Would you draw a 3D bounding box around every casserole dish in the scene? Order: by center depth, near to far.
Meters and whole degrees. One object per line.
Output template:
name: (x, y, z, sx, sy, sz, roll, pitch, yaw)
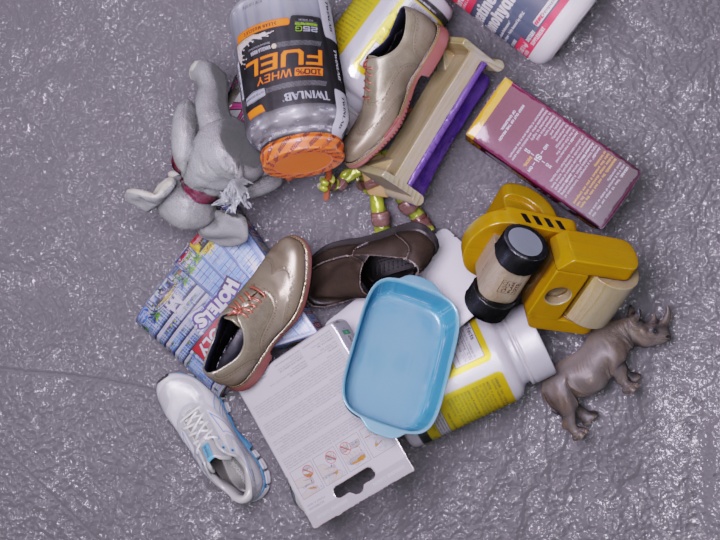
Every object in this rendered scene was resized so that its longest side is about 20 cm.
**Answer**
casserole dish: (0.044, 0.103, 1.538, 0.121, 0.039, 0.200, 20, 66, -9)

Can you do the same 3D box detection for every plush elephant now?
plush elephant: (-0.185, -0.114, 1.573, 0.165, 0.200, 0.155, 35, 130, -31)

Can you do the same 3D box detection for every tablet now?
tablet: (0.065, 0.044, 1.619, 0.200, 0.014, 0.130, -39, 53, -7)

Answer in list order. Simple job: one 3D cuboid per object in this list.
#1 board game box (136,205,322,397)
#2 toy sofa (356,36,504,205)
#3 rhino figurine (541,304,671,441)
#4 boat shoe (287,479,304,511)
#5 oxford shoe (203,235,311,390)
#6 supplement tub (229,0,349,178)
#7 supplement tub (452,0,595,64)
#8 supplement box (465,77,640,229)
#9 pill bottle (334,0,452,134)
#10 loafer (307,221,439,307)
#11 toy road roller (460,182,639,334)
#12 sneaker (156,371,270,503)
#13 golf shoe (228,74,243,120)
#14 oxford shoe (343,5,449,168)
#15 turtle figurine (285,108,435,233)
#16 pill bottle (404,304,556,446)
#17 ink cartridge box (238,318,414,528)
board game box: (-0.152, 0.053, 1.649, 0.200, 0.062, 0.200, 41, 94, 11)
toy sofa: (0.092, -0.173, 1.569, 0.098, 0.083, 0.200, 33, 86, -26)
rhino figurine: (0.309, 0.113, 1.632, 0.200, 0.060, 0.087, -43, 92, 3)
boat shoe: (-0.073, 0.205, 1.673, 0.062, 0.073, 0.200, 8, 103, 47)
oxford shoe: (-0.121, 0.048, 1.561, 0.070, 0.075, 0.200, 23, 89, 29)
supplement tub: (-0.080, -0.216, 1.522, 0.122, 0.123, 0.200, -12, 75, 4)
supplement tub: (0.184, -0.358, 1.583, 0.200, 0.140, 0.140, 37, 94, 2)
supplement box: (0.232, -0.140, 1.603, 0.200, 0.110, 0.086, 35, 95, 2)
pill bottle: (0.013, -0.269, 1.614, 0.111, 0.111, 0.200, 38, 94, 2)
loafer: (0.000, 0.000, 1.612, 0.200, 0.071, 0.073, -24, 116, 30)
toy road roller: (0.217, -0.021, 1.563, 0.200, 0.146, 0.123, 11, 137, -17)
sneaker: (-0.188, 0.211, 1.658, 0.075, 0.087, 0.200, -41, 88, 6)
golf shoe: (-0.130, -0.210, 1.652, 0.200, 0.073, 0.092, -41, 106, 12)
oxford shoe: (0.022, -0.216, 1.540, 0.075, 0.070, 0.200, 31, 87, -31)
turtle figurine: (0.017, -0.105, 1.641, 0.200, 0.064, 0.162, -25, 100, -11)
pill bottle: (0.131, 0.126, 1.618, 0.200, 0.114, 0.114, -25, 90, 5)
ink cartridge box: (-0.037, 0.183, 1.585, 0.161, 0.050, 0.200, -34, 82, 23)
